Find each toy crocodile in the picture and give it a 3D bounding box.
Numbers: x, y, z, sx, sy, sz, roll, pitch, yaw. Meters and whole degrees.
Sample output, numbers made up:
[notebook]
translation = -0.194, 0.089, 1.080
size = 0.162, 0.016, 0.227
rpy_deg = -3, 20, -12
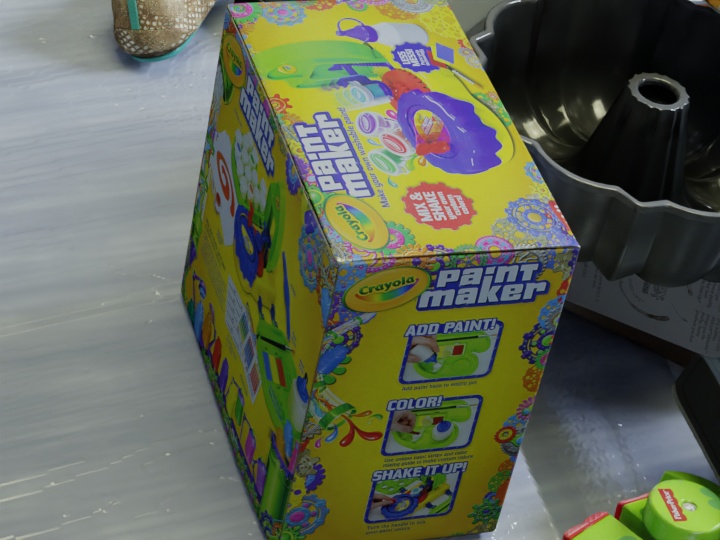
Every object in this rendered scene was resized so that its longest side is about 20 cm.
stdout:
[toy crocodile]
translation = 0.115, 0.146, 1.086
size = 0.200, 0.068, 0.062
rpy_deg = -24, 47, -39

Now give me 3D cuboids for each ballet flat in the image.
[ballet flat]
translation = -0.107, -0.207, 1.435
size = 0.070, 0.065, 0.200
rpy_deg = -2, 35, 17

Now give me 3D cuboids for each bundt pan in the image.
[bundt pan]
translation = 0.145, -0.065, 1.182
size = 0.201, 0.076, 0.202
rpy_deg = 9, 40, -7

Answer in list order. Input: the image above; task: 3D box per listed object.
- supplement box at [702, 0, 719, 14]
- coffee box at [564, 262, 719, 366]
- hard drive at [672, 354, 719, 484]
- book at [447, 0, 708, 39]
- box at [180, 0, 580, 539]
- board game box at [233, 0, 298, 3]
[supplement box]
translation = 0.252, -0.157, 1.236
size = 0.200, 0.074, 0.126
rpy_deg = 21, 18, -35
[coffee box]
translation = 0.150, -0.032, 1.282
size = 0.200, 0.080, 0.114
rpy_deg = 27, 41, 16
[hard drive]
translation = 0.269, 0.111, 1.152
size = 0.200, 0.033, 0.140
rpy_deg = 10, 36, -30
[book]
translation = 0.121, -0.148, 1.363
size = 0.200, 0.134, 0.048
rpy_deg = -8, 71, -39
[box]
translation = 0.000, 0.000, 1.127
size = 0.122, 0.193, 0.200
rpy_deg = -4, 43, -19
[board game box]
translation = 0.037, -0.163, 1.458
size = 0.200, 0.028, 0.135
rpy_deg = -19, 50, -34
